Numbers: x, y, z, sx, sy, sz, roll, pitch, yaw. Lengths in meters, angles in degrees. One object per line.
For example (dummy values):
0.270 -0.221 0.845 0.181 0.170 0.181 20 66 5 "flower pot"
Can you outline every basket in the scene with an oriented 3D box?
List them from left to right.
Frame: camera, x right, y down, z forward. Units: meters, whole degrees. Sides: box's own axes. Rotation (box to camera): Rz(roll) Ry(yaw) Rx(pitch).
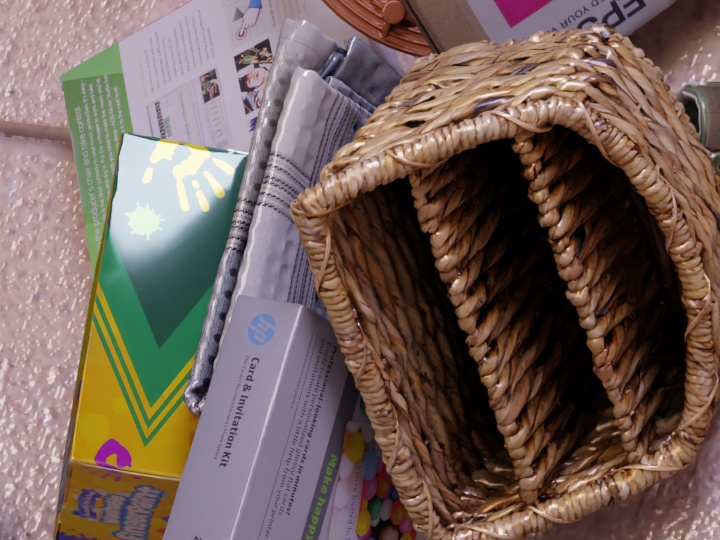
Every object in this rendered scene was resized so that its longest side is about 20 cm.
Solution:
0.083 0.011 1.231 0.142 0.201 0.149 -6 27 30 "basket"

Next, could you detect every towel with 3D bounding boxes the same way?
0.000 0.000 1.322 0.034 0.192 0.201 3 73 35 "towel"

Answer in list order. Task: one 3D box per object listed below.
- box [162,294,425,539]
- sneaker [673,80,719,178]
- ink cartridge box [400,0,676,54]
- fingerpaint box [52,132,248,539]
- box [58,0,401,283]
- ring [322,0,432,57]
-0.012 0.118 1.270 0.041 0.200 0.157 9 74 33 "box"
0.187 -0.057 1.284 0.199 0.090 0.068 -20 58 26 "sneaker"
0.097 -0.193 1.329 0.200 0.165 0.075 -36 36 2 "ink cartridge box"
-0.103 0.049 1.371 0.073 0.200 0.168 9 69 -6 "fingerpaint box"
-0.071 -0.088 1.512 0.199 0.036 0.145 -26 57 21 "box"
0.052 -0.207 1.412 0.199 0.019 0.202 1 97 4 "ring"
